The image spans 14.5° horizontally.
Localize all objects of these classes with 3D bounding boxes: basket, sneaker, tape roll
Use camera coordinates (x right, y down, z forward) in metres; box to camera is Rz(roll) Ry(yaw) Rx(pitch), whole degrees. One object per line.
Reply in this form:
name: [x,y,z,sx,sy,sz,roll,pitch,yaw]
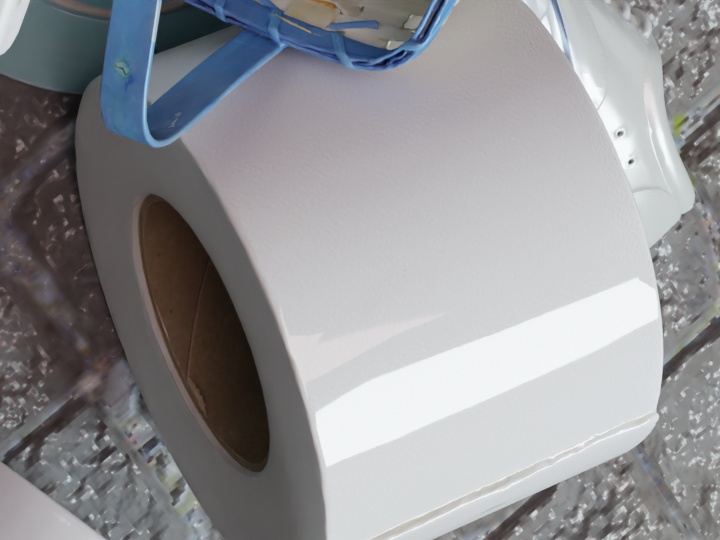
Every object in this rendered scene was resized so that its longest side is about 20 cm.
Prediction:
basket: [-0.020,-0.150,0.916,0.200,0.139,0.177,-37,144,-51]
sneaker: [0.077,-0.090,1.126,0.071,0.073,0.200,-37,123,-23]
tape roll: [0.000,0.000,1.029,0.139,0.203,0.203,-23,110,-20]

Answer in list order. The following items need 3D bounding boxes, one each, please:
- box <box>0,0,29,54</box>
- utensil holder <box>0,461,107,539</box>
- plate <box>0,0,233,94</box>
box: [-0.156,-0.203,0.869,0.171,0.199,0.200,18,111,-11]
utensil holder: [-0.160,0.170,1.011,0.170,0.170,0.200,40,82,-27]
plate: [-0.089,-0.163,1.049,0.200,0.026,0.201,-6,105,-24]
